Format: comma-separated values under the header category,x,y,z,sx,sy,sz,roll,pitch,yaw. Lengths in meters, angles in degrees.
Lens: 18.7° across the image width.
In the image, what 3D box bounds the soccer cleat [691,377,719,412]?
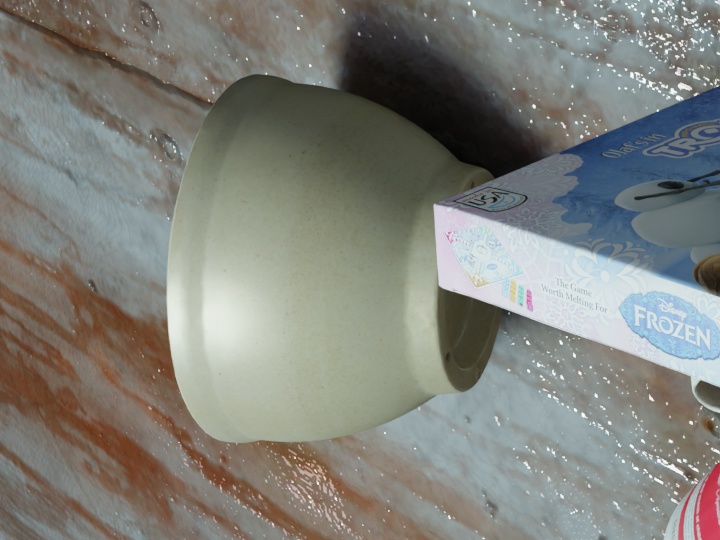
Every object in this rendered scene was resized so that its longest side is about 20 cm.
category,x,y,z,sx,sy,sz,roll,pitch,yaw
soccer cleat,0.166,0.020,0.971,0.069,0.078,0.200,30,-169,-18

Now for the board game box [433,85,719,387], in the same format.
category,x,y,z,sx,sy,sz,roll,pitch,yaw
board game box,0.169,-0.018,0.890,0.199,0.200,0.043,19,123,45

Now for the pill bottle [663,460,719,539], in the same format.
category,x,y,z,sx,sy,sz,roll,pitch,yaw
pill bottle,0.225,0.103,0.989,0.112,0.112,0.200,51,146,14

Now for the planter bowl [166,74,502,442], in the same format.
category,x,y,z,sx,sy,sz,roll,pitch,yaw
planter bowl,0.000,0.000,1.166,0.135,0.200,0.200,6,124,20
